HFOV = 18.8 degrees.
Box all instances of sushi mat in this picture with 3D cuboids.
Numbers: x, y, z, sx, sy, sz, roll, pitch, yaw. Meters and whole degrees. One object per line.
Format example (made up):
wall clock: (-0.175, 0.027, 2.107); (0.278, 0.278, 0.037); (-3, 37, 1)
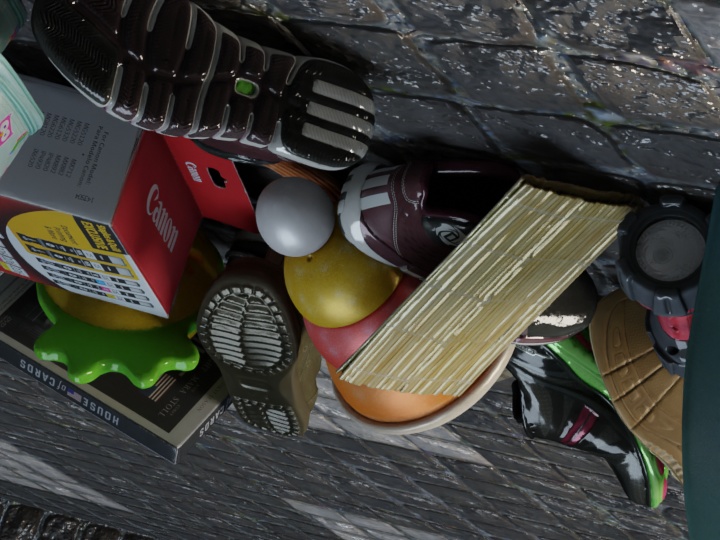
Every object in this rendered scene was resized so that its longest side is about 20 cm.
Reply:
sushi mat: (0.076, 0.013, 1.304); (0.096, 0.012, 0.200); (10, 137, -36)

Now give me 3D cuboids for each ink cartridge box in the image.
ink cartridge box: (-0.169, -0.044, 1.421); (0.175, 0.084, 0.200); (15, 165, 11)

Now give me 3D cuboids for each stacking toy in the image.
stacking toy: (0.000, 0.000, 1.399); (0.146, 0.146, 0.200); (5, 150, 41)

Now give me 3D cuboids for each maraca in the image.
maraca: (-0.167, 0.018, 1.563); (0.137, 0.200, 0.107); (2, 126, 1)

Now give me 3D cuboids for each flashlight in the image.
flashlight: (0.197, 0.019, 1.327); (0.068, 0.068, 0.200); (27, 167, 22)

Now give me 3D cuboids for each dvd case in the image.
dvd case: (-0.177, 0.045, 1.634); (0.200, 0.150, 0.025); (29, 138, 15)

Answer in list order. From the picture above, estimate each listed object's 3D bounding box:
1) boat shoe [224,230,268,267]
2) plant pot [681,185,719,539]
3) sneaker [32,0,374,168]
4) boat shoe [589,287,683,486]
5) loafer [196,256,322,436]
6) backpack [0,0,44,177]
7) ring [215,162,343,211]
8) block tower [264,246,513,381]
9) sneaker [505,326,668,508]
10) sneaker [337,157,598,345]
boat shoe: (-0.030, 0.032, 1.666); (0.200, 0.057, 0.067); (29, 161, -39)
plant pot: (0.262, 0.075, 1.197); (0.141, 0.200, 0.141); (6, 162, 39)
sneaker: (-0.101, -0.099, 1.205); (0.200, 0.076, 0.115); (23, 168, -22)
boat shoe: (0.214, 0.095, 1.484); (0.200, 0.074, 0.069); (57, 179, -12)
loafer: (-0.067, 0.044, 1.535); (0.076, 0.068, 0.200); (12, 149, 10)
backpack: (-0.261, -0.119, 1.158); (0.200, 0.153, 0.176); (40, 169, 15)
ring: (-0.096, -0.072, 1.440); (0.200, 0.019, 0.200); (15, 165, 4)
block tower: (0.024, 0.020, 1.565); (0.200, 0.054, 0.058); (21, 164, -12)
sneaker: (0.153, 0.091, 1.539); (0.084, 0.077, 0.200); (-26, 115, 26)
sneaker: (0.092, -0.012, 1.335); (0.200, 0.076, 0.115); (24, 159, -29)
